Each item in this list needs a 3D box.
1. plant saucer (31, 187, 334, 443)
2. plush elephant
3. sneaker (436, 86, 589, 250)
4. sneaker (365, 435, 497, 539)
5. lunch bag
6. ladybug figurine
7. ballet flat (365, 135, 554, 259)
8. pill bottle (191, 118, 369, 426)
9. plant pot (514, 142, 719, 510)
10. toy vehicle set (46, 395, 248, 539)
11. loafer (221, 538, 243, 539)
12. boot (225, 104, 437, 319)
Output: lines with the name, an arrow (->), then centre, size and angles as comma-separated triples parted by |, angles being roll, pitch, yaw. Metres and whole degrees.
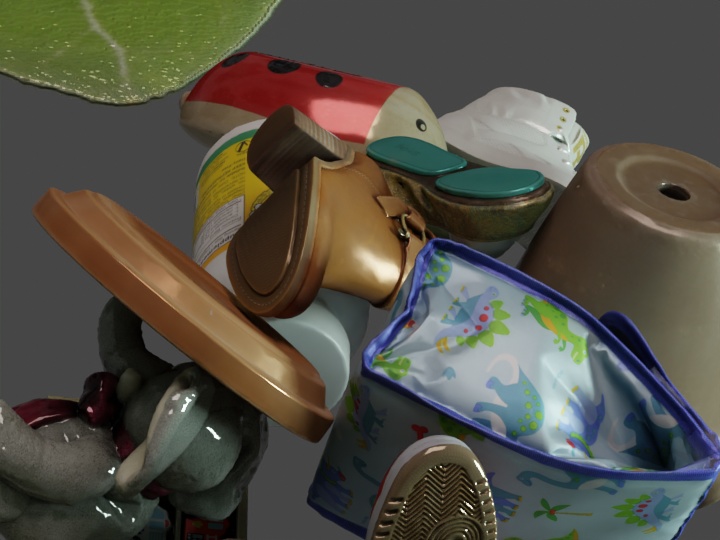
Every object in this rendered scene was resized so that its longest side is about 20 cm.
plant saucer -> -0.091, 0.019, 1.395 | 0.200, 0.032, 0.200 | 39, 1, -1
plush elephant -> -0.135, 0.089, 1.389 | 0.155, 0.165, 0.200 | -41, 74, -6
sneaker -> 0.140, -0.069, 1.797 | 0.199, 0.074, 0.115 | 32, 44, 27
sneaker -> 0.024, 0.153, 1.373 | 0.071, 0.201, 0.113 | -3, 31, -12
lunch bag -> 0.090, 0.097, 1.426 | 0.199, 0.170, 0.128 | 28, 58, 6
ladybug figurine -> -0.031, -0.103, 1.762 | 0.199, 0.072, 0.136 | 14, 6, 14
ballet flat -> 0.063, -0.038, 1.614 | 0.070, 0.071, 0.200 | -11, 16, -27
pill bottle -> -0.051, 0.002, 1.619 | 0.112, 0.113, 0.201 | 7, 36, -6
plant pot -> 0.169, 0.023, 1.581 | 0.199, 0.175, 0.201 | 13, 30, -8
toy vehicle set -> -0.127, 0.152, 1.472 | 0.123, 0.027, 0.201 | 6, 37, -6
loafer -> -0.038, 0.237, 1.344 | 0.076, 0.067, 0.201 | 8, 48, -49
boot -> 0.000, 0.000, 1.502 | 0.155, 0.077, 0.200 | 40, 17, -20
